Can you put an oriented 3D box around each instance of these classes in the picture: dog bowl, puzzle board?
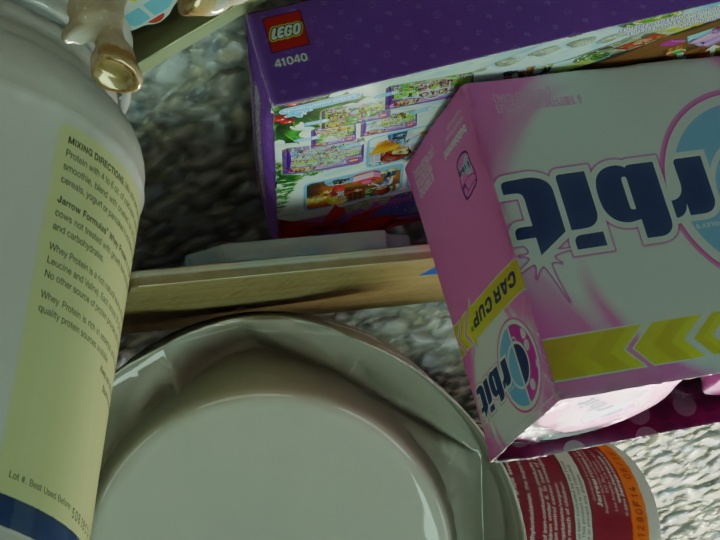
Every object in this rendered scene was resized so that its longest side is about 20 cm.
[{"bbox_3d":[-0.036,0.107,0.904,0.199,0.059,0.201,0,108,-2],"label":"dog bowl"},{"bbox_3d":[0.000,0.000,0.886,0.199,0.017,0.151,-6,173,-14],"label":"puzzle board"}]

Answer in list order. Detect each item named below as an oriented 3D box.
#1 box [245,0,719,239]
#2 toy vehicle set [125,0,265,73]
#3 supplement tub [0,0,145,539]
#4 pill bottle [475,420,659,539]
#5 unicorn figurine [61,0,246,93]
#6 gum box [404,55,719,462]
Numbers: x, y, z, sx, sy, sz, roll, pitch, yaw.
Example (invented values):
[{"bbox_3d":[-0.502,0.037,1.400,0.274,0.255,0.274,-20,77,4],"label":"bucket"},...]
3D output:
[{"bbox_3d":[0.059,-0.069,0.821,0.199,0.039,0.137,-13,160,-7],"label":"box"},{"bbox_3d":[-0.039,-0.137,0.708,0.199,0.027,0.124,-29,146,17],"label":"toy vehicle set"},{"bbox_3d":[-0.143,0.010,0.691,0.144,0.201,0.145,6,157,2],"label":"supplement tub"},{"bbox_3d":[0.032,0.121,1.040,0.199,0.110,0.110,11,138,-37],"label":"pill bottle"},{"bbox_3d":[-0.065,-0.111,0.615,0.074,0.138,0.200,-30,124,34],"label":"unicorn figurine"},{"bbox_3d":[0.129,-0.011,0.801,0.199,0.114,0.066,-8,159,-22],"label":"gum box"}]
